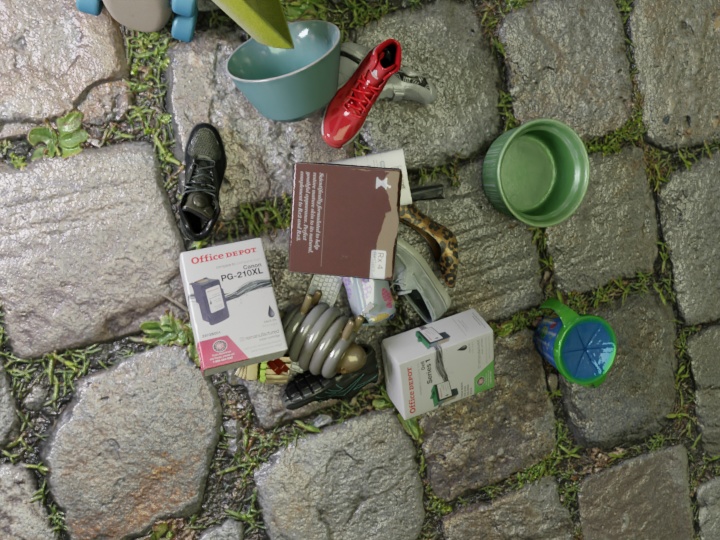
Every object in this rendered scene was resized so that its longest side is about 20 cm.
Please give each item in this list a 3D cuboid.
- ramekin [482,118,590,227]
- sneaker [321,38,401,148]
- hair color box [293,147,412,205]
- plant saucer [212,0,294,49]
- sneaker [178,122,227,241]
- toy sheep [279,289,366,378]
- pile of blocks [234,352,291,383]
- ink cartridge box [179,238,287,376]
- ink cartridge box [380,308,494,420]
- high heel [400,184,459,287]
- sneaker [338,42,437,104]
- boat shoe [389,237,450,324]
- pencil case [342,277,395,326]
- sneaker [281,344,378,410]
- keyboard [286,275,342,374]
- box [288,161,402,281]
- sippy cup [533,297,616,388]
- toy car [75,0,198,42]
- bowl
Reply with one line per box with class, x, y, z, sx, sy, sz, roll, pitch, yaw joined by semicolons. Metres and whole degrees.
ramekin;0.333;-0.188;1.321;0.196;0.098;0.204;-2;98;-16
sneaker;0.001;-0.302;1.129;0.078;0.115;0.202;28;87;-8
hair color box;-0.013;-0.150;1.216;0.196;0.061;0.101;-11;97;2
plant saucer;-0.199;-0.456;1.070;0.047;0.202;0.199;-29;147;20
sneaker;-0.263;-0.148;1.145;0.075;0.114;0.203;9;93;-19
toy sheep;-0.076;0.116;1.216;0.198;0.138;0.139;31;88;14
pile of blocks;-0.210;0.154;1.220;0.198;0.062;0.083;30;88;-15
ink cartridge box;-0.218;0.060;1.159;0.142;0.084;0.203;-11;76;-17
ink cartridge box;0.149;0.179;1.299;0.197;0.084;0.148;-18;124;-14
high heel;0.107;-0.057;1.283;0.140;0.071;0.204;-10;87;-18
sneaker;0.036;-0.319;1.232;0.197;0.075;0.117;22;91;-13
boat shoe;0.094;0.020;1.284;0.201;0.070;0.072;49;61;-19
pencil case;0.000;0.000;1.253;0.090;0.082;0.203;-28;106;-49
sneaker;-0.051;0.216;1.270;0.198;0.075;0.080;-25;120;-11
keyboard;-0.091;0.092;1.278;0.056;0.011;0.203;21;90;-18
box;-0.020;-0.083;1.093;0.161;0.200;0.169;5;96;1
sippy cup;0.421;0.146;1.372;0.137;0.130;0.181;2;97;-17
toy car;-0.333;-0.495;1.060;0.181;0.177;0.204;11;82;-14
bowl;-0.115;-0.324;1.140;0.199;0.201;0.106;-29;132;-11
